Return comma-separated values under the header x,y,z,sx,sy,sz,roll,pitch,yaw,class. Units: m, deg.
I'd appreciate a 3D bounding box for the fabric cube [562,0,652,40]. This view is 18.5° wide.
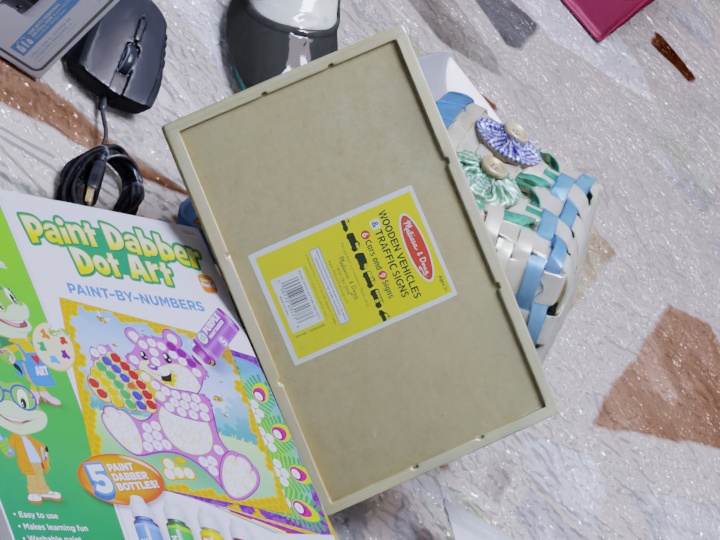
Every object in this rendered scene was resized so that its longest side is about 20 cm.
x,y,z,sx,sy,sz,roll,pitch,yaw,class
0.225,-0.334,1.757,0.196,0.200,0.199,51,29,1,fabric cube

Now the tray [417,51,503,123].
x,y,z,sx,sy,sz,roll,pitch,yaw,class
0.039,-0.078,1.359,0.108,0.022,0.200,52,28,7,tray

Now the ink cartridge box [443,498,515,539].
x,y,z,sx,sy,sz,roll,pitch,yaw,class
0.098,0.221,1.060,0.162,0.050,0.200,32,24,-29,ink cartridge box

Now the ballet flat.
x,y,z,sx,sy,sz,roll,pitch,yaw,class
-0.041,-0.170,1.303,0.068,0.069,0.200,11,34,-7,ballet flat

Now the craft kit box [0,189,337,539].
x,y,z,sx,sy,sz,roll,pitch,yaw,class
-0.114,0.058,0.947,0.200,0.049,0.198,10,44,-51,craft kit box

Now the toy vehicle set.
x,y,z,sx,sy,sz,roll,pitch,yaw,class
0.000,0.000,1.044,0.027,0.124,0.201,178,-110,-83,toy vehicle set

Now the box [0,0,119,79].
x,y,z,sx,sy,sz,roll,pitch,yaw,class
-0.199,-0.191,1.054,0.200,0.117,0.060,34,35,-30,box

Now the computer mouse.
x,y,z,sx,sy,sz,roll,pitch,yaw,class
-0.125,-0.088,1.120,0.059,0.034,0.200,34,32,-28,computer mouse

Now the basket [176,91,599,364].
x,y,z,sx,sy,sz,roll,pitch,yaw,class
0.018,-0.022,1.153,0.199,0.140,0.176,15,27,8,basket
